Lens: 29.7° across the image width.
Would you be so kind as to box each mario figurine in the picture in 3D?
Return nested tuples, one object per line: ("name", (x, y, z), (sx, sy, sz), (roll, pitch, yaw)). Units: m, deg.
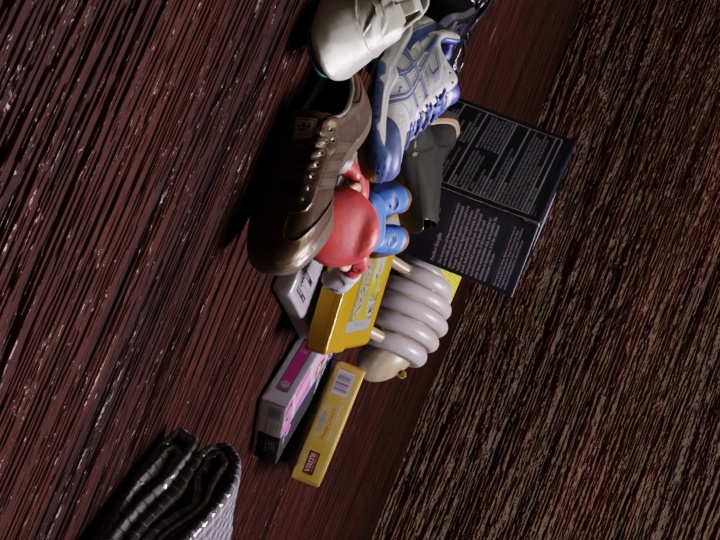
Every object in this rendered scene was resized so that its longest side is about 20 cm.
("mario figurine", (-0.023, -0.050, 1.250), (0.106, 0.124, 0.200), (-31, 172, 18))

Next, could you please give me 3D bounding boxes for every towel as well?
("towel", (-0.163, 0.246, 1.060), (0.200, 0.086, 0.166), (-57, 164, -52))

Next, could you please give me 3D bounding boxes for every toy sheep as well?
("toy sheep", (0.049, 0.045, 1.674), (0.138, 0.138, 0.200), (67, 47, -77))

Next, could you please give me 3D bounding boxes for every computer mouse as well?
("computer mouse", (0.073, -0.241, 1.424), (0.139, 0.053, 0.200), (-63, 170, 20))

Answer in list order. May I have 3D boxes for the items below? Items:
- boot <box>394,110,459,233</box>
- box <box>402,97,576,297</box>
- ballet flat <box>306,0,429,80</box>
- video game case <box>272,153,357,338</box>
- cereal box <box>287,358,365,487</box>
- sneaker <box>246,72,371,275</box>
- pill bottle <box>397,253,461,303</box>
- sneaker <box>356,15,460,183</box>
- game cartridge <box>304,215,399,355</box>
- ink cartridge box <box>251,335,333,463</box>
("boot", (0.067, -0.104, 1.480), (0.200, 0.077, 0.139), (-1, 80, -68))
("box", (0.132, -0.099, 1.639), (0.200, 0.198, 0.123), (-58, 167, -50))
("ballet flat", (0.013, -0.209, 1.108), (0.200, 0.069, 0.069), (-54, 162, -63))
("video game case", (-0.033, -0.035, 1.384), (0.200, 0.024, 0.182), (73, 38, -74))
("cereal box", (-0.044, 0.177, 1.616), (0.200, 0.039, 0.144), (144, -32, -85))
("sneaker", (-0.049, -0.090, 1.095), (0.076, 0.070, 0.200), (72, 31, -48))
("pill bottle", (0.088, -0.020, 1.825), (0.112, 0.112, 0.200), (91, 23, -65))
("sneaker", (0.049, -0.159, 1.225), (0.075, 0.088, 0.200), (118, -16, -55))
("game cartridge", (0.000, 0.000, 1.446), (0.200, 0.032, 0.176), (-3, 110, -80))
("ink cartridge box", (-0.063, 0.110, 1.498), (0.200, 0.037, 0.095), (-63, 169, -45))
